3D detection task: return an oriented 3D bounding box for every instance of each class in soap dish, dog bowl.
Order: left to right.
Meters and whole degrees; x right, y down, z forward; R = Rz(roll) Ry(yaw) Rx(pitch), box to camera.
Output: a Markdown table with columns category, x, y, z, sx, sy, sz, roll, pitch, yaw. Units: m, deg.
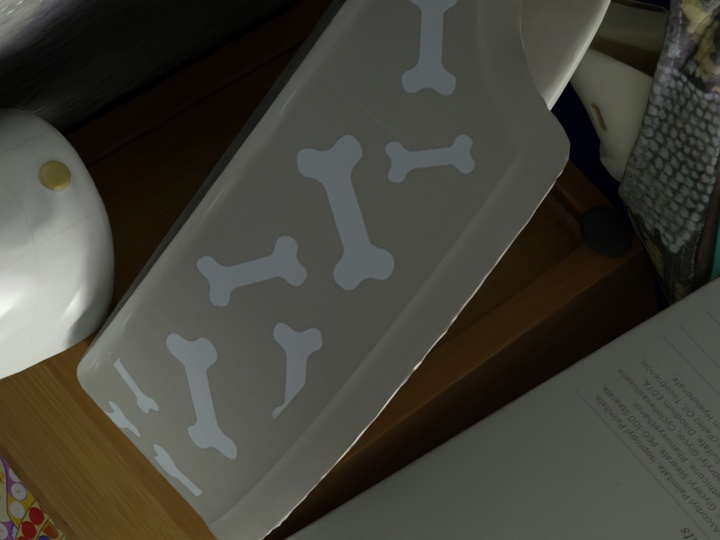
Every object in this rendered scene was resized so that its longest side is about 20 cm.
| category | x | y | z | sx | sy | sz | roll | pitch | yaw |
| --- | --- | --- | --- | --- | --- | --- | --- | --- | --- |
| soap dish | -0.021 | 0.004 | 0.731 | 0.200 | 0.157 | 0.081 | -33 | 163 | -30 |
| dog bowl | 0.003 | -0.029 | 0.593 | 0.200 | 0.059 | 0.200 | -53 | -174 | 8 |

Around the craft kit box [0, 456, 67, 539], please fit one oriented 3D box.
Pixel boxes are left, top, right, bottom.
| category | x | y | z | sx | sy | sz | roll | pitch | yaw |
| --- | --- | --- | --- | --- | --- | --- | --- | --- | --- |
| craft kit box | -0.102 | 0.091 | 0.750 | 0.197 | 0.200 | 0.048 | -34 | 180 | -37 |

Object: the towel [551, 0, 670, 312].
| category | x | y | z | sx | sy | sz | roll | pitch | yaw |
| --- | --- | --- | --- | --- | --- | --- | --- | --- | --- |
| towel | 0.121 | -0.058 | 0.777 | 0.049 | 0.148 | 0.200 | -6 | 138 | -43 |

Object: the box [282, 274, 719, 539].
| category | x | y | z | sx | sy | sz | roll | pitch | yaw |
| --- | --- | --- | --- | --- | --- | --- | --- | --- | --- |
| box | 0.076 | 0.100 | 0.698 | 0.199 | 0.098 | 0.125 | -29 | 146 | -18 |

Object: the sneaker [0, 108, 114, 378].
| category | x | y | z | sx | sy | sz | roll | pitch | yaw |
| --- | --- | --- | --- | --- | --- | --- | --- | --- | --- |
| sneaker | -0.122 | 0.027 | 0.591 | 0.115 | 0.074 | 0.200 | -29 | 176 | -31 |

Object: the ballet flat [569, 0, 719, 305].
| category | x | y | z | sx | sy | sz | roll | pitch | yaw |
| --- | --- | --- | --- | --- | --- | --- | --- | --- | --- |
| ballet flat | 0.091 | -0.078 | 0.680 | 0.072 | 0.072 | 0.201 | -33 | 144 | -40 |
